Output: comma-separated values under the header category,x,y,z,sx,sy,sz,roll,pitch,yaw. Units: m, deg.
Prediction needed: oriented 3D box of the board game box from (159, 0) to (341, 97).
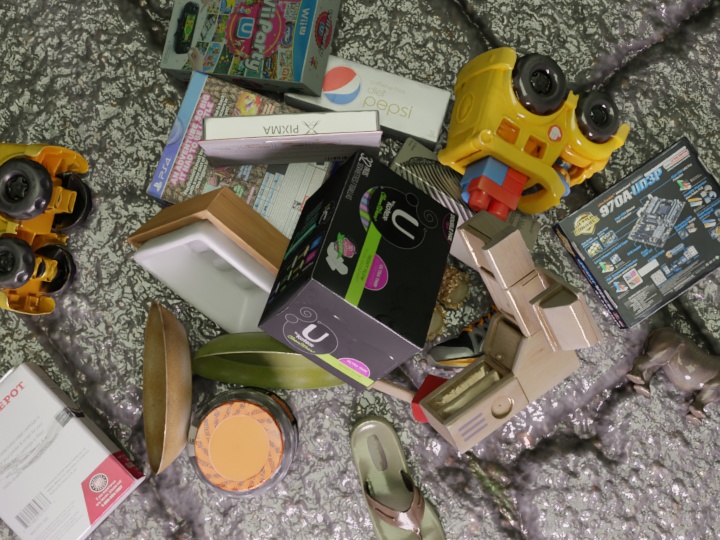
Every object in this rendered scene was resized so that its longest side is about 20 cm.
category,x,y,z,sx,sy,sz,roll,pitch,yaw
board game box,-0.131,-0.298,1.445,0.199,0.064,0.149,9,84,23

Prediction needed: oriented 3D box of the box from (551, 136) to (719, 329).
category,x,y,z,sx,sy,sz,roll,pitch,yaw
box,0.365,-0.046,1.482,0.199,0.046,0.159,-34,87,-3

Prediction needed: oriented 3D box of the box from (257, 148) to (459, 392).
category,x,y,z,sx,sy,sz,roll,pitch,yaw
box,0.000,0.000,1.311,0.148,0.124,0.201,32,48,-17

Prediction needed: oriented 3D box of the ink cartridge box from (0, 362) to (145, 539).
category,x,y,z,sx,sy,sz,roll,pitch,yaw
ink cartridge box,-0.381,0.229,1.425,0.145,0.083,0.200,-44,87,-4

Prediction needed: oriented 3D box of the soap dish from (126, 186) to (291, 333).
category,x,y,z,sx,sy,sz,roll,pitch,yaw
soap dish,-0.149,-0.008,1.386,0.200,0.157,0.082,41,54,-29

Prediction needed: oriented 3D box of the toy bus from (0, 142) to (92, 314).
category,x,y,z,sx,sy,sz,roll,pitch,yaw
toy bus,-0.442,-0.061,1.432,0.191,0.136,0.201,11,88,13

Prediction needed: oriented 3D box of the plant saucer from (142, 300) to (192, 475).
category,x,y,z,sx,sy,sz,roll,pitch,yaw
plant saucer,-0.224,0.135,1.386,0.035,0.200,0.202,0,85,-17

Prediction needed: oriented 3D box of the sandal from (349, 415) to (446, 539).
category,x,y,z,sx,sy,sz,roll,pitch,yaw
sandal,0.040,0.275,1.444,0.079,0.057,0.202,-26,87,-3

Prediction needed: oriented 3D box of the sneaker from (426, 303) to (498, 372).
category,x,y,z,sx,sy,sz,roll,pitch,yaw
sneaker,0.171,0.074,1.457,0.199,0.078,0.078,-16,87,-13

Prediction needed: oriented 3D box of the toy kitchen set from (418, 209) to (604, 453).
category,x,y,z,sx,sy,sz,roll,pitch,yaw
toy kitchen set,0.145,0.080,1.294,0.180,0.163,0.201,-34,118,-10

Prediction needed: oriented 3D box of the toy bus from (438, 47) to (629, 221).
category,x,y,z,sx,sy,sz,roll,pitch,yaw
toy bus,0.195,-0.134,1.400,0.199,0.136,0.193,26,70,-20

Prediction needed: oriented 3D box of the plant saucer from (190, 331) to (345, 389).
category,x,y,z,sx,sy,sz,roll,pitch,yaw
plant saucer,-0.100,0.104,1.388,0.198,0.200,0.031,3,73,-1

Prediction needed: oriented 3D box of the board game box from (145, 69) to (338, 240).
category,x,y,z,sx,sy,sz,roll,pitch,yaw
board game box,-0.135,-0.127,1.451,0.199,0.097,0.160,21,85,0

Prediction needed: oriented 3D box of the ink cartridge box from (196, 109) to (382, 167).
category,x,y,z,sx,sy,sz,roll,pitch,yaw
ink cartridge box,-0.076,-0.152,1.318,0.198,0.176,0.045,-3,85,-2

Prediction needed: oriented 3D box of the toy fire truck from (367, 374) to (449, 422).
category,x,y,z,sx,sy,sz,roll,pitch,yaw
toy fire truck,0.011,0.107,1.437,0.199,0.142,0.049,10,50,33

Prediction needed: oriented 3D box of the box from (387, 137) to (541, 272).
category,x,y,z,sx,sy,sz,roll,pitch,yaw
box,0.116,-0.071,1.445,0.199,0.082,0.069,32,124,-3

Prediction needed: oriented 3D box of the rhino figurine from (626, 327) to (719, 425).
category,x,y,z,sx,sy,sz,roll,pitch,yaw
rhino figurine,0.425,0.142,1.462,0.199,0.060,0.088,29,75,-2

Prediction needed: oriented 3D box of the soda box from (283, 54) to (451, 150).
category,x,y,z,sx,sy,sz,roll,pitch,yaw
soda box,0.008,-0.213,1.479,0.199,0.064,0.069,17,85,1

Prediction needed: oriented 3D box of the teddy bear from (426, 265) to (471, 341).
category,x,y,z,sx,sy,sz,roll,pitch,yaw
teddy bear,0.044,-0.005,1.469,0.199,0.067,0.146,24,90,-6

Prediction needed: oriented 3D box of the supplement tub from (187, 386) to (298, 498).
category,x,y,z,sx,sy,sz,roll,pitch,yaw
supplement tub,-0.133,0.196,1.375,0.122,0.200,0.124,0,85,-1
